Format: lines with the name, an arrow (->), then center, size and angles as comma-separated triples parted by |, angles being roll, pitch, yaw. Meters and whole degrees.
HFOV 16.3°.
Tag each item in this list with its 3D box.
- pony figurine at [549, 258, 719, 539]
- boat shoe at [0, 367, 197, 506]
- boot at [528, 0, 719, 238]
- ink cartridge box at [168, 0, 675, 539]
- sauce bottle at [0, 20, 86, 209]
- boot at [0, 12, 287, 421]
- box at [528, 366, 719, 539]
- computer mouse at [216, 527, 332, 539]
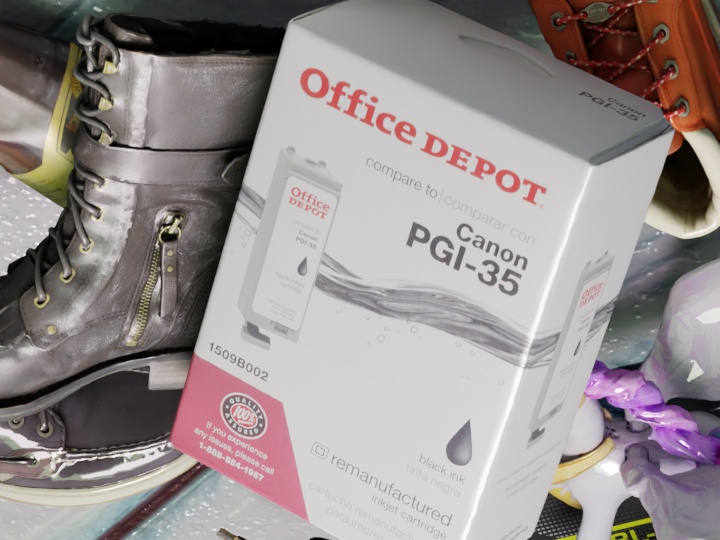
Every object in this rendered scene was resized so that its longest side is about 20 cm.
pony figurine -> 0.149, 0.087, 1.178 | 0.193, 0.167, 0.200 | -5, 146, 16
boat shoe -> -0.175, 0.071, 1.250 | 0.200, 0.072, 0.065 | 0, 144, 8
boot -> 0.108, -0.101, 1.032 | 0.075, 0.107, 0.200 | -18, 134, 21
ink cartridge box -> 0.021, 0.006, 1.023 | 0.146, 0.083, 0.200 | 27, 116, 22
sauce bottle -> -0.132, -0.065, 1.099 | 0.066, 0.066, 0.200 | -33, 131, 31
boot -> -0.114, -0.030, 1.054 | 0.200, 0.069, 0.174 | -7, 127, -23
box -> 0.134, 0.133, 1.340 | 0.200, 0.048, 0.193 | -14, 138, 13
computer mouse -> -0.018, 0.106, 1.249 | 0.140, 0.046, 0.200 | -15, 149, 25
